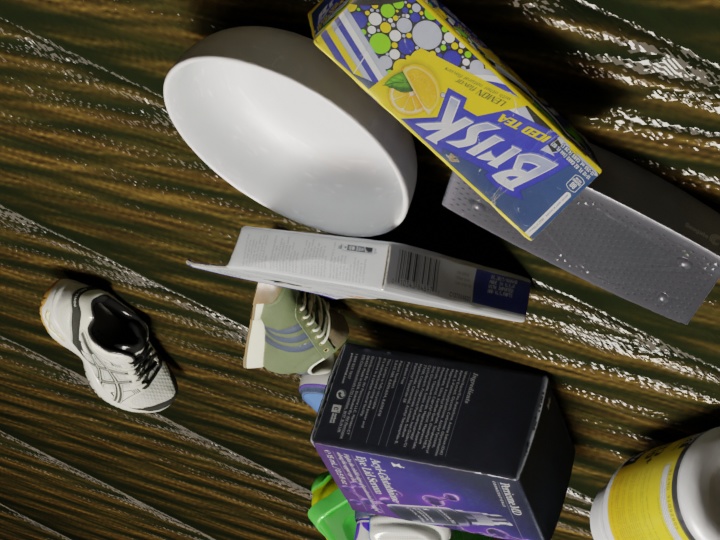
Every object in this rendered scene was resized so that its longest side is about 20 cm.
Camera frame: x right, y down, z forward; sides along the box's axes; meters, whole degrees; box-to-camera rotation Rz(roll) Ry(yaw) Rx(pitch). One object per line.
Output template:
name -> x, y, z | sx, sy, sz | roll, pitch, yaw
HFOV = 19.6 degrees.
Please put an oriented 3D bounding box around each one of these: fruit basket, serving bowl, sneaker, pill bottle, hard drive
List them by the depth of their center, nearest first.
hard drive -> 0.160, -0.040, 1.457 | 0.199, 0.043, 0.135 | 26, 158, 5
serving bowl -> -0.041, -0.111, 1.499 | 0.199, 0.066, 0.200 | 24, 156, 12
pill bottle -> 0.273, 0.200, 1.751 | 0.112, 0.113, 0.200 | 32, 157, -11
sneaker -> -0.052, 0.038, 1.851 | 0.089, 0.068, 0.201 | 12, 152, -1
sneaker -> 0.007, 0.197, 2.001 | 0.199, 0.147, 0.081 | 29, 158, -3
sneaker -> -0.245, 0.087, 2.145 | 0.087, 0.076, 0.200 | 5, 149, 44
fruit basket -> 0.033, 0.264, 2.177 | 0.216, 0.155, 0.216 | 55, -171, -14

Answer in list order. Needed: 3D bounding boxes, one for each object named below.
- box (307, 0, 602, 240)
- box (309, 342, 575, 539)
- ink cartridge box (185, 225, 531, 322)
box -> 0.061, -0.114, 1.333 | 0.200, 0.070, 0.064 | 41, -165, -18
box -> 0.077, 0.156, 1.855 | 0.199, 0.105, 0.148 | 8, 152, 23
ink cartridge box -> 0.000, 0.000, 1.625 | 0.199, 0.041, 0.199 | 6, 176, 37
